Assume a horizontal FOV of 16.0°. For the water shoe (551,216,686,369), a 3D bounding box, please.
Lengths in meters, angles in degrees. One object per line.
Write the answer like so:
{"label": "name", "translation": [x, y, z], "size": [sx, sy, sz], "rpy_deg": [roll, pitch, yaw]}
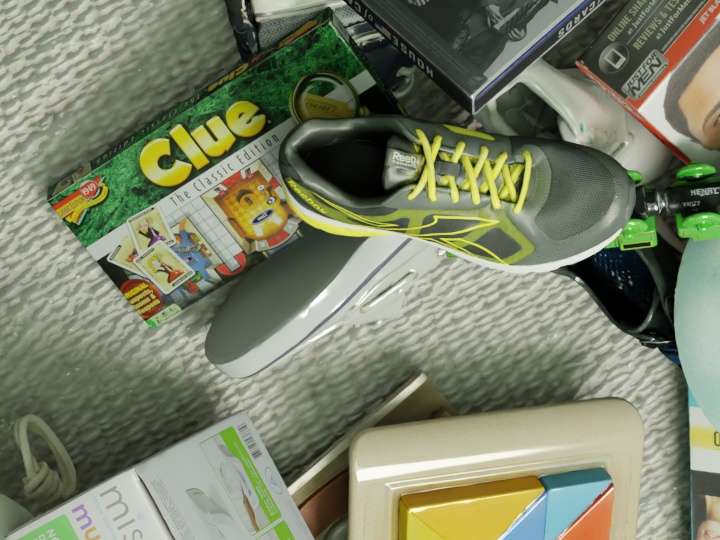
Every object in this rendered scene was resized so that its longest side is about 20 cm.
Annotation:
{"label": "water shoe", "translation": [0.190, 0.033, 1.513], "size": [0.200, 0.079, 0.072], "rpy_deg": [38, 123, 15]}

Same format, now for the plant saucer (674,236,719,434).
{"label": "plant saucer", "translation": [0.279, 0.024, 1.471], "size": [0.200, 0.039, 0.202], "rpy_deg": [0, 88, -13]}

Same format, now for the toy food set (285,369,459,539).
{"label": "toy food set", "translation": [0.042, 0.176, 1.565], "size": [0.143, 0.060, 0.200], "rpy_deg": [-40, 109, -1]}

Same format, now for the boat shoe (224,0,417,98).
{"label": "boat shoe", "translation": [0.023, -0.143, 1.480], "size": [0.199, 0.075, 0.093], "rpy_deg": [-10, 114, -3]}

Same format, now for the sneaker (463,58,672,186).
{"label": "sneaker", "translation": [0.118, -0.079, 1.477], "size": [0.200, 0.089, 0.075], "rpy_deg": [24, 114, -41]}

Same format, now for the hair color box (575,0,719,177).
{"label": "hair color box", "translation": [0.217, -0.102, 1.484], "size": [0.102, 0.061, 0.200], "rpy_deg": [-50, 140, 6]}

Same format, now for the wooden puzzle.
{"label": "wooden puzzle", "translation": [0.081, 0.182, 1.536], "size": [0.184, 0.037, 0.201], "rpy_deg": [-6, 112, -16]}

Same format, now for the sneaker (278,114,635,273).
{"label": "sneaker", "translation": [0.047, -0.043, 1.382], "size": [0.199, 0.085, 0.075], "rpy_deg": [3, 81, 12]}

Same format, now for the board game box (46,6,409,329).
{"label": "board game box", "translation": [-0.070, -0.056, 1.465], "size": [0.200, 0.023, 0.105], "rpy_deg": [-32, 111, 16]}

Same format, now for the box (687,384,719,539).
{"label": "box", "translation": [0.247, 0.104, 1.580], "size": [0.082, 0.049, 0.201], "rpy_deg": [5, 107, 29]}

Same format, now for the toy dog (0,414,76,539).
{"label": "toy dog", "translation": [-0.183, 0.194, 1.486], "size": [0.096, 0.132, 0.200], "rpy_deg": [-29, 114, 19]}

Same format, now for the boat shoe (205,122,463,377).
{"label": "boat shoe", "translation": [0.000, 0.000, 1.501], "size": [0.200, 0.072, 0.066], "rpy_deg": [-44, 123, -5]}

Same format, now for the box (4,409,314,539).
{"label": "box", "translation": [-0.082, 0.198, 1.441], "size": [0.096, 0.176, 0.201], "rpy_deg": [-28, 89, 20]}

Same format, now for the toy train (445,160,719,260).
{"label": "toy train", "translation": [0.140, -0.031, 1.440], "size": [0.199, 0.056, 0.042], "rpy_deg": [-6, 72, 7]}

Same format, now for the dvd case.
{"label": "dvd case", "translation": [0.082, -0.198, 1.428], "size": [0.200, 0.025, 0.150], "rpy_deg": [-41, 69, -15]}
